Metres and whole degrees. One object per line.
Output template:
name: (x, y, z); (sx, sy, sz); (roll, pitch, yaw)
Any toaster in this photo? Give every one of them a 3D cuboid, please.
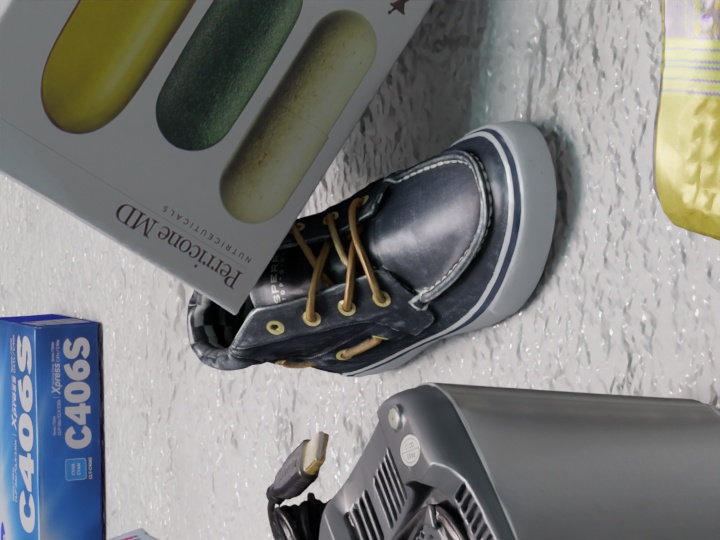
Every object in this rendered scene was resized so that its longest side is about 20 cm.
toaster: (0.077, 0.125, 0.671); (0.114, 0.129, 0.200); (114, 144, -44)

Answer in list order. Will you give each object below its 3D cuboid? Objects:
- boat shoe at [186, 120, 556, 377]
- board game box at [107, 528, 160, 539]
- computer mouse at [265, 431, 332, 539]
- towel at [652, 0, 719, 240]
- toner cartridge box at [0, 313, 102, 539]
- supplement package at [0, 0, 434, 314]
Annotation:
boat shoe: (0.000, 0.000, 0.868); (0.200, 0.091, 0.071); (137, 126, -58)
board game box: (-0.033, 0.200, 0.723); (0.199, 0.043, 0.200); (6, 114, 68)
computer mouse: (0.023, 0.121, 0.867); (0.141, 0.046, 0.200); (65, 157, 11)
towel: (0.147, -0.068, 0.634); (0.200, 0.023, 0.144); (-155, 66, -62)
toner cartridge box: (-0.196, 0.130, 1.344); (0.095, 0.043, 0.201); (-176, 84, -66)
supplement package: (-0.079, -0.119, 0.867); (0.200, 0.152, 0.151); (-58, 30, 0)
